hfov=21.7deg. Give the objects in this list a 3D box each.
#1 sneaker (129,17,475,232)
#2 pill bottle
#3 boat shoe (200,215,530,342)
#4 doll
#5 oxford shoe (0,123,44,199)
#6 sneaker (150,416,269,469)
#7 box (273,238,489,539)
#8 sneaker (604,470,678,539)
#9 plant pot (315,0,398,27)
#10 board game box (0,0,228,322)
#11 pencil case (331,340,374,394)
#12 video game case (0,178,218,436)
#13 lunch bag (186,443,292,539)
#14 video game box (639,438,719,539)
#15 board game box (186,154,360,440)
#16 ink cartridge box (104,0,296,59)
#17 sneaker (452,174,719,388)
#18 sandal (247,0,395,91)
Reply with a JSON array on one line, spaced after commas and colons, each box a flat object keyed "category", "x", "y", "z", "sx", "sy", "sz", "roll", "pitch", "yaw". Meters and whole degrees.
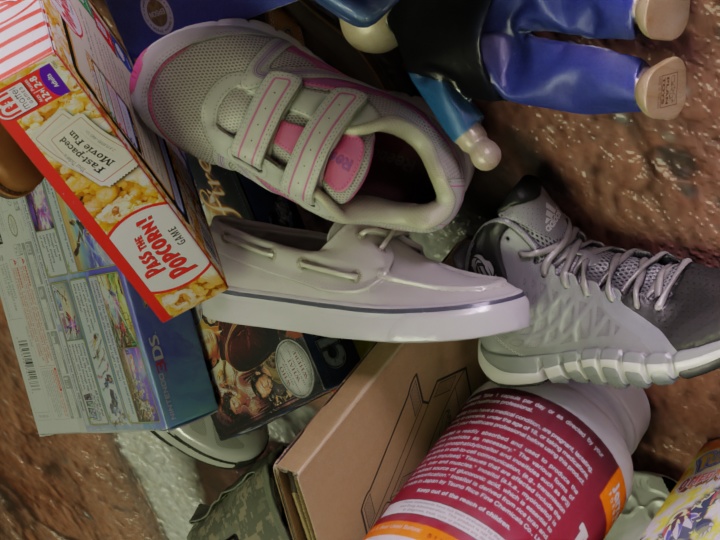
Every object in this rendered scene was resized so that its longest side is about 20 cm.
[{"category": "sneaker", "x": -0.025, "y": -0.075, "z": 0.999, "sx": 0.199, "sy": 0.088, "sz": 0.082, "roll": 15, "pitch": 105, "yaw": -11}, {"category": "pill bottle", "x": 0.087, "y": 0.134, "z": 1.084, "sx": 0.113, "sy": 0.200, "sz": 0.113, "roll": 25, "pitch": 142, "yaw": 21}, {"category": "boat shoe", "x": 0.000, "y": 0.000, "z": 1.043, "sx": 0.199, "sy": 0.072, "sz": 0.066, "roll": 6, "pitch": 100, "yaw": 32}, {"category": "doll", "x": 0.068, "y": -0.117, "z": 0.956, "sx": 0.199, "sy": 0.048, "sz": 0.137, "roll": 14, "pitch": 116, "yaw": 36}, {"category": "oxford shoe", "x": -0.210, "y": -0.140, "z": 1.134, "sx": 0.071, "sy": 0.071, "sz": 0.201, "roll": 4, "pitch": 107, "yaw": 34}, {"category": "sneaker", "x": -0.121, "y": 0.050, "z": 1.296, "sx": 0.201, "sy": 0.076, "sz": 0.115, "roll": 49, "pitch": 146, "yaw": -8}, {"category": "box", "x": 0.027, "y": 0.104, "z": 1.107, "sx": 0.021, "sy": 0.200, "sz": 0.164, "roll": 17, "pitch": 139, "yaw": 31}, {"category": "sneaker", "x": 0.146, "y": 0.196, "z": 1.220, "sx": 0.200, "sy": 0.146, "sz": 0.081, "roll": -32, "pitch": 66, "yaw": 19}, {"category": "plant pot", "x": -0.003, "y": -0.235, "z": 0.782, "sx": 0.200, "sy": 0.200, "sz": 0.180, "roll": 36, "pitch": 152, "yaw": 7}, {"category": "board game box", "x": -0.147, "y": -0.089, "z": 1.017, "sx": 0.200, "sy": 0.046, "sz": 0.152, "roll": 57, "pitch": -172, "yaw": -46}, {"category": "pencil case", "x": 0.031, "y": 0.110, "z": 1.217, "sx": 0.088, "sy": 0.088, "sz": 0.201, "roll": 16, "pitch": 140, "yaw": 31}, {"category": "video game case", "x": -0.180, "y": 0.006, "z": 1.234, "sx": 0.181, "sy": 0.045, "sz": 0.201, "roll": -8, "pitch": 99, "yaw": 55}, {"category": "lunch bag", "x": -0.029, "y": 0.225, "z": 1.359, "sx": 0.200, "sy": 0.118, "sz": 0.164, "roll": 40, "pitch": 143, "yaw": -3}, {"category": "video game box", "x": 0.219, "y": 0.143, "z": 0.987, "sx": 0.047, "sy": 0.182, "sz": 0.200, "roll": 51, "pitch": 143, "yaw": -9}, {"category": "board game box", "x": -0.081, "y": -0.006, "z": 1.165, "sx": 0.135, "sy": 0.035, "sz": 0.201, "roll": -31, "pitch": 80, "yaw": 54}, {"category": "ink cartridge box", "x": -0.120, "y": -0.217, "z": 1.002, "sx": 0.196, "sy": 0.043, "sz": 0.201, "roll": -11, "pitch": 106, "yaw": 48}, {"category": "sneaker", "x": 0.125, "y": 0.000, "z": 1.017, "sx": 0.199, "sy": 0.075, "sz": 0.116, "roll": -10, "pitch": 112, "yaw": 42}, {"category": "sandal", "x": -0.052, "y": -0.127, "z": 1.058, "sx": 0.080, "sy": 0.054, "sz": 0.200, "roll": -18, "pitch": 115, "yaw": 51}]
